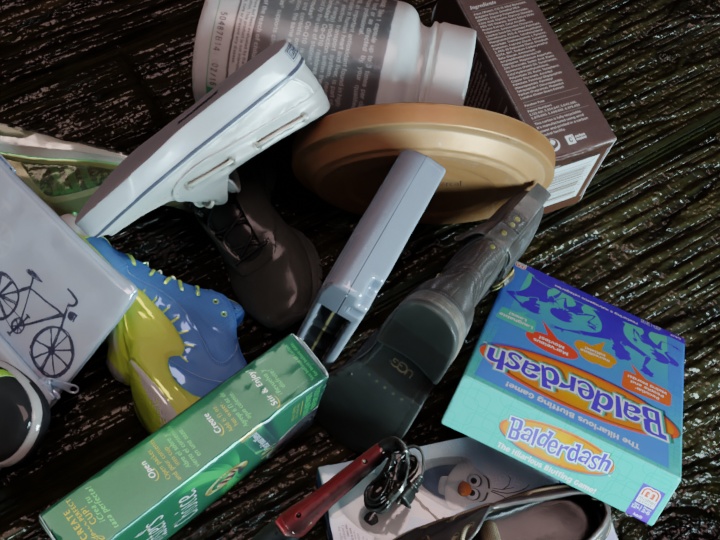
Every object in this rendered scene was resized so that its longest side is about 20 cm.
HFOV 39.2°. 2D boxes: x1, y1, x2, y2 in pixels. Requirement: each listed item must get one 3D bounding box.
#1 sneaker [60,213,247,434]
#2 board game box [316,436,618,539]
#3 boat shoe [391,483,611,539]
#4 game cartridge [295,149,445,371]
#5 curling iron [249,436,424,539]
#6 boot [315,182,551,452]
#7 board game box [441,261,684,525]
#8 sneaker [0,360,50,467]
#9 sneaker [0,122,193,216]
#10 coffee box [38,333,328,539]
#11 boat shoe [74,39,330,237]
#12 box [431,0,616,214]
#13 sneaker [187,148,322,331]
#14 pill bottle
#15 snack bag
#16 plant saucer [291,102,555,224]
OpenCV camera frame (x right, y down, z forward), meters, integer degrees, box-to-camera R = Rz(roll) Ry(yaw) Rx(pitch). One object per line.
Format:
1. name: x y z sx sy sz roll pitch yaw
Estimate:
1. sneaker: -0.154 0.032 0.771 0.105 0.076 0.200 -23 72 -32
2. board game box: 0.086 0.218 0.709 0.198 0.043 0.201 -10 65 -9
3. boat shoe: 0.075 0.185 0.659 0.199 0.073 0.075 -23 67 -16
4. game cartridge: 0.000 0.000 0.722 0.040 0.200 0.134 33 63 1
5. curling iron: -0.042 0.177 0.686 0.200 0.026 0.050 -33 39 5
6. boot: 0.058 0.036 0.748 0.069 0.200 0.174 42 44 2
7. board game box: 0.155 0.077 0.729 0.152 0.045 0.200 25 29 6
8. sneaker: -0.306 0.078 0.678 0.199 0.083 0.072 22 91 15
9. sneaker: -0.230 -0.060 0.817 0.199 0.077 0.089 13 94 -1
10. coffee box: -0.115 0.134 0.688 0.200 0.123 0.044 -35 75 -22
11. boat shoe: -0.111 -0.078 0.713 0.200 0.072 0.066 -38 111 5
12. box: 0.132 -0.155 0.872 0.075 0.100 0.201 -18 67 -16
13. sneaker: -0.097 -0.041 0.780 0.076 0.091 0.200 -36 58 14
14. pill bottle: -0.019 -0.156 0.769 0.199 0.113 0.114 12 63 1
15. snack bag: -0.277 0.033 0.731 0.188 0.021 0.200 42 93 15
16. plant saucer: 0.047 -0.073 0.766 0.199 0.200 0.032 3 75 -4
